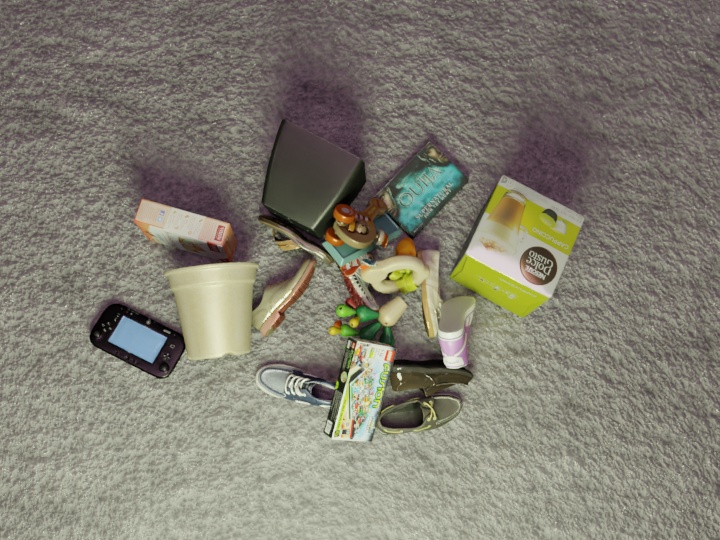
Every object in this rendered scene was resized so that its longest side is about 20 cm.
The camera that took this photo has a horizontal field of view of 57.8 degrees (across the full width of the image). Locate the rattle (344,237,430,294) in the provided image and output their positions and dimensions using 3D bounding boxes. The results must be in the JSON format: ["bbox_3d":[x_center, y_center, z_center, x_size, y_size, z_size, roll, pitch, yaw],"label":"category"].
[{"bbox_3d":[0.049,-0.035,1.401,0.197,0.130,0.146,12,70,-29],"label":"rattle"}]

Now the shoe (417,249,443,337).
[{"bbox_3d":[0.160,0.048,1.456,0.052,0.070,0.204,-5,73,3],"label":"shoe"}]

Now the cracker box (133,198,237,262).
[{"bbox_3d":[-0.376,-0.083,1.423,0.196,0.134,0.059,15,75,1],"label":"cracker box"}]

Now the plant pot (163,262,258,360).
[{"bbox_3d":[-0.303,0.087,1.369,0.196,0.200,0.188,-6,87,-5],"label":"plant pot"}]

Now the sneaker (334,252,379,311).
[{"bbox_3d":[0.000,0.000,1.455,0.081,0.078,0.203,-21,78,-10],"label":"sneaker"}]

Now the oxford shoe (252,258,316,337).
[{"bbox_3d":[-0.172,0.045,1.432,0.073,0.071,0.201,36,80,11],"label":"oxford shoe"}]

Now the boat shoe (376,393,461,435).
[{"bbox_3d":[0.127,0.308,1.390,0.197,0.061,0.073,-13,77,-7],"label":"boat shoe"}]

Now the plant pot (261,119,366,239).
[{"bbox_3d":[-0.115,-0.186,1.445,0.197,0.200,0.180,28,86,4],"label":"plant pot"}]

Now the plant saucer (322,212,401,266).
[{"bbox_3d":[0.008,-0.075,1.456,0.198,0.019,0.070,-28,70,-38],"label":"plant saucer"}]

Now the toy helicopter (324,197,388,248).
[{"bbox_3d":[0.018,-0.105,1.426,0.131,0.080,0.200,29,36,7],"label":"toy helicopter"}]

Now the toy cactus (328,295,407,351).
[{"bbox_3d":[0.031,0.121,1.396,0.165,0.102,0.201,-41,108,-3],"label":"toy cactus"}]

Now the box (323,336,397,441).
[{"bbox_3d":[0.000,0.244,1.333,0.109,0.034,0.204,13,93,-36],"label":"box"}]

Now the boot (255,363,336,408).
[{"bbox_3d":[-0.128,0.240,1.376,0.196,0.090,0.074,13,75,0],"label":"boot"}]

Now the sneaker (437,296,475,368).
[{"bbox_3d":[0.209,0.138,1.415,0.071,0.201,0.116,-2,113,23],"label":"sneaker"}]

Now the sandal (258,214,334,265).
[{"bbox_3d":[-0.151,-0.062,1.473,0.198,0.082,0.055,33,97,-2],"label":"sandal"}]

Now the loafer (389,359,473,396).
[{"bbox_3d":[0.148,0.233,1.403,0.196,0.073,0.073,6,96,-15],"label":"loafer"}]

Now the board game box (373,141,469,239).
[{"bbox_3d":[0.143,-0.190,1.539,0.135,0.028,0.200,43,77,7],"label":"board game box"}]

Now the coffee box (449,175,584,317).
[{"bbox_3d":[0.333,-0.045,1.424,0.197,0.200,0.200,27,75,4],"label":"coffee box"}]

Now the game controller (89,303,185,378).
[{"bbox_3d":[-0.477,0.151,1.403,0.197,0.042,0.106,26,75,3],"label":"game controller"}]
